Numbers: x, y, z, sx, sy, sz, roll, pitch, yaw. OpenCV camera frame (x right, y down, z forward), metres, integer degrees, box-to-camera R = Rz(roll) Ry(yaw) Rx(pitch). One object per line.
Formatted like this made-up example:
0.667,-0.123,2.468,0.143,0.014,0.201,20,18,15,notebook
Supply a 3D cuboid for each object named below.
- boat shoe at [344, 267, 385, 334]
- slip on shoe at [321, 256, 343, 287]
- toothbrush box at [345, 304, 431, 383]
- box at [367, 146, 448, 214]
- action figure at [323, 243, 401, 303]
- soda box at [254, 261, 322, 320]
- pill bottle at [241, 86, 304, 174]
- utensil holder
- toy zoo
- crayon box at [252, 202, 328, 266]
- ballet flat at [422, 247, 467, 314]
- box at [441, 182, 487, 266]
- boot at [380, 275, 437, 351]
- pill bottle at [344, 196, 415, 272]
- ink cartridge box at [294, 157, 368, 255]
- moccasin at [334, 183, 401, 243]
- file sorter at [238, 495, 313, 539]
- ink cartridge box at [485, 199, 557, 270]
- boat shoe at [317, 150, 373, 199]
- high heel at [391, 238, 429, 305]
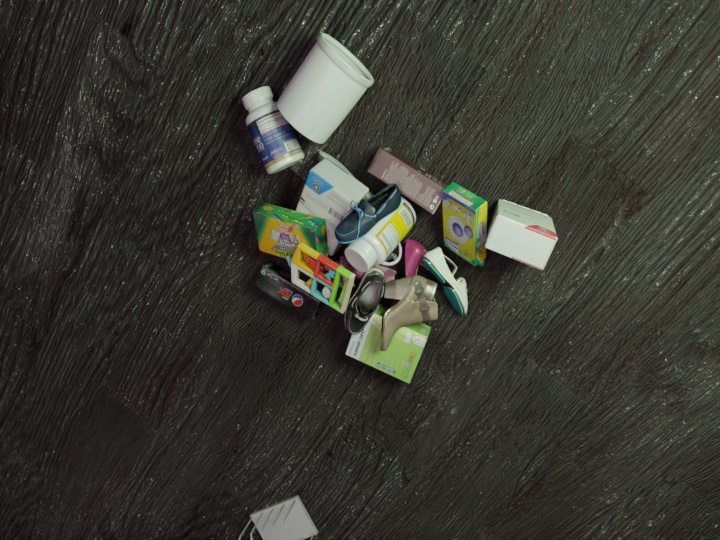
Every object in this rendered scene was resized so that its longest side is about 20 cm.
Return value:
0.011,0.092,1.470,0.072,0.061,0.203,21,117,-13,boat shoe
-0.104,-0.027,1.570,0.199,0.074,0.062,43,109,6,slip on shoe
0.076,0.192,1.567,0.196,0.086,0.149,22,108,8,toothbrush box
0.124,-0.231,1.438,0.197,0.100,0.076,32,109,5,box
0.000,0.000,1.495,0.194,0.137,0.150,8,145,-13,action figure
-0.198,0.057,1.619,0.197,0.063,0.072,31,111,6,soda box
-0.234,-0.368,1.494,0.109,0.111,0.204,-21,98,19,pill bottle
-0.091,-0.445,1.406,0.170,0.170,0.200,44,112,0,utensil holder
-0.111,0.013,1.471,0.197,0.020,0.133,31,134,14,toy zoo
-0.182,-0.093,1.500,0.196,0.058,0.121,16,131,24,crayon box
0.238,0.024,1.488,0.069,0.070,0.202,-30,108,20,ballet flat
0.254,-0.102,1.396,0.117,0.048,0.203,39,154,40,box
0.127,0.114,1.471,0.142,0.070,0.206,4,102,-1,boot
0.047,-0.093,1.436,0.108,0.201,0.110,31,152,19,pill bottle
-0.083,-0.162,1.482,0.145,0.085,0.202,35,136,6,ink cartridge box
0.013,-0.146,1.366,0.080,0.199,0.069,37,156,29,moccasin
-0.263,0.839,1.806,0.197,0.125,0.141,-27,97,19,file sorter
0.379,-0.091,1.351,0.142,0.200,0.085,21,112,8,ink cartridge box
-0.046,-0.230,1.500,0.199,0.073,0.062,43,107,-4,boat shoe
0.112,0.018,1.522,0.095,0.067,0.203,32,95,-6,high heel
